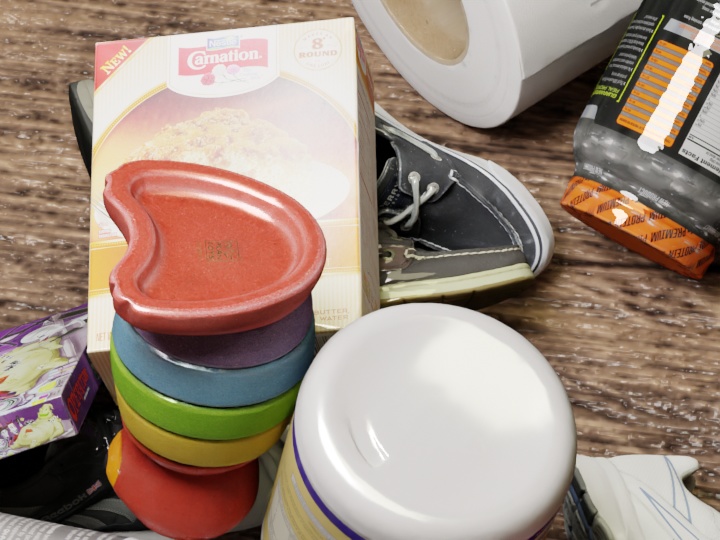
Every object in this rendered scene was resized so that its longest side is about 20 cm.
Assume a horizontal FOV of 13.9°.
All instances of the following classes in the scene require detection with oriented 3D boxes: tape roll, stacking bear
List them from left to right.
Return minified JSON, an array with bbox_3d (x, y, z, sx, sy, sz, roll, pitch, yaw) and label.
[{"bbox_3d":[-0.084,0.058,1.540,0.114,0.200,0.122,2,40,-10],"label":"stacking bear"},{"bbox_3d":[0.087,-0.208,1.833,0.139,0.203,0.203,-32,55,-21],"label":"tape roll"}]

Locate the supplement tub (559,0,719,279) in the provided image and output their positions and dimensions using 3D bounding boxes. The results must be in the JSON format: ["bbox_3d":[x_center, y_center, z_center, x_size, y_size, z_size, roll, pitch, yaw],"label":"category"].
[{"bbox_3d":[0.206,-0.104,1.752,0.122,0.123,0.200,28,88,24],"label":"supplement tub"}]

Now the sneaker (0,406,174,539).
[{"bbox_3d":[-0.145,0.110,1.661,0.200,0.088,0.076,-18,51,-11],"label":"sneaker"}]

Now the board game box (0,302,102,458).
[{"bbox_3d":[-0.203,0.068,1.651,0.120,0.032,0.200,-22,13,8],"label":"board game box"}]

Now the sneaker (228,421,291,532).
[{"bbox_3d":[-0.016,0.080,1.659,0.200,0.085,0.073,-33,96,-27],"label":"sneaker"}]

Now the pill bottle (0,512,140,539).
[{"bbox_3d":[-0.164,0.191,1.581,0.200,0.111,0.111,9,52,12],"label":"pill bottle"}]

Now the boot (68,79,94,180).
[{"bbox_3d":[-0.080,-0.059,1.807,0.154,0.074,0.204,-18,53,-14],"label":"boot"}]

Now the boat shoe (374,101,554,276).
[{"bbox_3d":[0.023,-0.052,1.756,0.200,0.072,0.068,37,23,2],"label":"boat shoe"}]

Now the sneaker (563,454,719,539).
[{"bbox_3d":[0.176,0.171,1.601,0.087,0.075,0.200,-12,51,-12],"label":"sneaker"}]

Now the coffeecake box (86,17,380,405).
[{"bbox_3d":[-0.070,-0.034,1.663,0.153,0.073,0.200,-6,61,7],"label":"coffeecake box"}]

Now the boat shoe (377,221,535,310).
[{"bbox_3d":[-0.001,0.000,1.717,0.200,0.072,0.066,-10,77,-4],"label":"boat shoe"}]

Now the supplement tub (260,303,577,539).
[{"bbox_3d":[0.025,0.124,1.549,0.145,0.200,0.146,5,57,-8],"label":"supplement tub"}]
